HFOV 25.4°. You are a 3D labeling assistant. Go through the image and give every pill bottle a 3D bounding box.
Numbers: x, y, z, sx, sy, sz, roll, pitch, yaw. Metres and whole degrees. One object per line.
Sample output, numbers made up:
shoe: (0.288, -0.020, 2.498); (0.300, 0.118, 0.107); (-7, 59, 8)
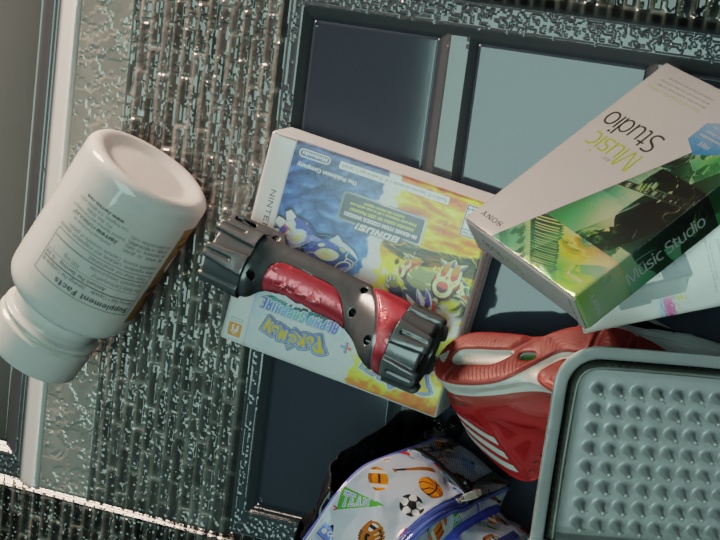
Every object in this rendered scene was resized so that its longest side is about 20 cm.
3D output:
pill bottle: (-0.226, -0.008, 1.339); (0.114, 0.114, 0.200); (40, 109, 10)

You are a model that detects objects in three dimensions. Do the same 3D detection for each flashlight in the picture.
flashlight: (-0.032, 0.027, 1.255); (0.200, 0.068, 0.068); (24, 109, 13)

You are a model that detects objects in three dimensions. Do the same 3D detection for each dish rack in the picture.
dish rack: (0.207, 0.147, 1.134); (0.171, 0.044, 0.201); (5, 106, -5)

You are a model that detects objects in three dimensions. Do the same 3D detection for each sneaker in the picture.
sneaker: (0.163, 0.107, 1.231); (0.200, 0.078, 0.116); (7, 137, 33)

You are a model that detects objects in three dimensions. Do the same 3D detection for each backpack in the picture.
backpack: (0.025, 0.227, 1.237); (0.154, 0.190, 0.200); (34, 108, 31)

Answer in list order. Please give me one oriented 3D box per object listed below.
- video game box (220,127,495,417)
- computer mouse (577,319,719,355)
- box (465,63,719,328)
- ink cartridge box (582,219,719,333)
video game box: (0.000, 0.000, 1.299); (0.200, 0.047, 0.183); (19, 107, 16)
computer mouse: (0.253, 0.087, 1.224); (0.200, 0.044, 0.110); (16, 105, 16)
box: (0.191, -0.058, 1.137); (0.200, 0.144, 0.036); (-39, 127, -9)
ink cartridge box: (0.224, -0.005, 1.180); (0.200, 0.117, 0.068); (-12, 94, 22)
